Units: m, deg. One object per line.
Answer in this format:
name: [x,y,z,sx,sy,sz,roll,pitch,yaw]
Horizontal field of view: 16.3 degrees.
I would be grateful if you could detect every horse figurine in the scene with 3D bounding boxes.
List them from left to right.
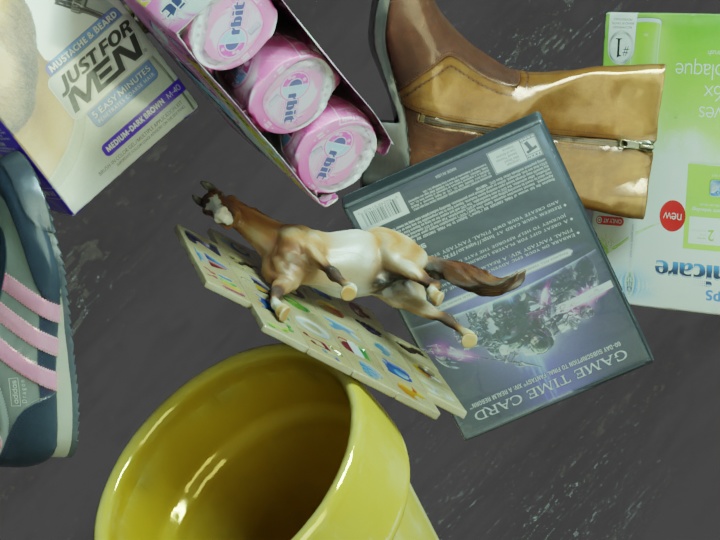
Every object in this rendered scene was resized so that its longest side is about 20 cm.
horse figurine: [0.000,0.000,1.600,0.199,0.133,0.050,6,111,-23]

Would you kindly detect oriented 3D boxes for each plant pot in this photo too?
plant pot: [-0.036,0.179,1.598,0.201,0.200,0.189,-51,128,-13]

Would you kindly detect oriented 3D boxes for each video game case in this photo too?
video game case: [0.093,0.007,1.674,0.142,0.019,0.201,-23,117,9]

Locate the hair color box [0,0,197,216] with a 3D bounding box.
hair color box: [-0.205,-0.145,1.551,0.109,0.065,0.200,-43,108,-15]

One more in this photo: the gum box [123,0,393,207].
gum box: [-0.070,-0.132,1.546,0.066,0.113,0.200,-44,138,-3]

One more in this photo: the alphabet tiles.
alphabet tiles: [-0.026,0.032,1.597,0.199,0.166,0.006,28,102,-24]

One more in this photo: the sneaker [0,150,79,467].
sneaker: [-0.223,0.029,1.543,0.082,0.070,0.201,-11,107,-20]

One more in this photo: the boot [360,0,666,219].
boot: [0.104,-0.132,1.655,0.199,0.068,0.190,3,94,-3]

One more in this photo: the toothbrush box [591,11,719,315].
toothbrush box: [0.240,-0.072,1.710,0.086,0.145,0.201,-1,97,-49]

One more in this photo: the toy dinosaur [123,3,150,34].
toy dinosaur: [-0.098,-0.235,1.574,0.088,0.047,0.200,44,117,-7]
